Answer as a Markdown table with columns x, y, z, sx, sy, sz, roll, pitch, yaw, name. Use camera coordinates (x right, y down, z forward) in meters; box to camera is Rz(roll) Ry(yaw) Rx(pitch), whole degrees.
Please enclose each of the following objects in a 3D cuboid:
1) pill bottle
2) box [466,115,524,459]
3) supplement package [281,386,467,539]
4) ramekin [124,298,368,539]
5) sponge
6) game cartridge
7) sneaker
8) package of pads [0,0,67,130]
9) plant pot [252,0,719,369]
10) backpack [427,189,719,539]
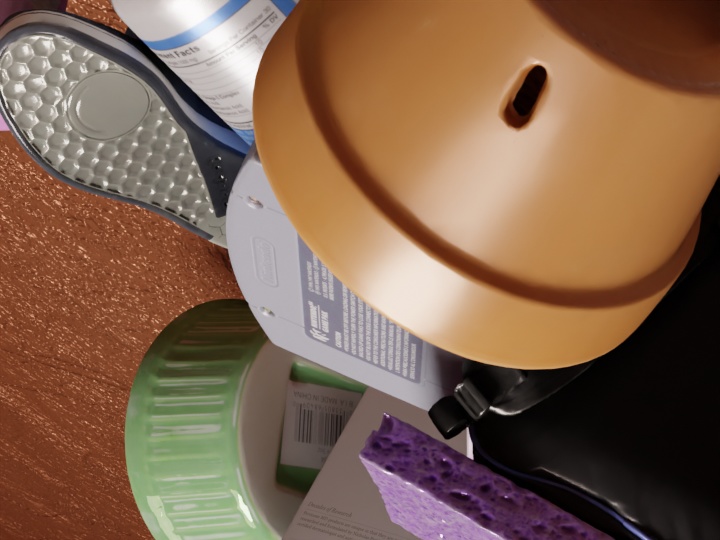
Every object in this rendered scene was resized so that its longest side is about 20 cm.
| x | y | z | sx | sy | sz | roll | pitch | yaw | name |
| --- | --- | --- | --- | --- | --- | --- | --- | --- | --- |
| -0.047 | -0.131 | 0.838 | 0.112 | 0.112 | 0.200 | -3 | 139 | 50 | pill bottle |
| 0.075 | 0.014 | 0.936 | 0.041 | 0.039 | 0.201 | 1 | 125 | 4 | box |
| 0.055 | 0.150 | 1.160 | 0.119 | 0.200 | 0.121 | 10 | 150 | 38 | supplement package |
| -0.056 | 0.116 | 1.234 | 0.097 | 0.201 | 0.200 | -8 | 137 | 43 | ramekin |
| 0.094 | 0.142 | 0.855 | 0.199 | 0.030 | 0.112 | 28 | 163 | 18 | sponge |
| 0.000 | 0.000 | 0.863 | 0.133 | 0.041 | 0.200 | 19 | 155 | 9 | game cartridge |
| -0.119 | -0.103 | 0.909 | 0.077 | 0.147 | 0.202 | -37 | 138 | 18 | sneaker |
| -0.249 | -0.138 | 0.927 | 0.199 | 0.121 | 0.076 | 2 | 155 | 12 | package of pads |
| 0.074 | -0.080 | 0.720 | 0.200 | 0.200 | 0.140 | 33 | 136 | -7 | plant pot |
| 0.165 | 0.061 | 0.879 | 0.199 | 0.191 | 0.154 | 28 | 163 | 16 | backpack |
